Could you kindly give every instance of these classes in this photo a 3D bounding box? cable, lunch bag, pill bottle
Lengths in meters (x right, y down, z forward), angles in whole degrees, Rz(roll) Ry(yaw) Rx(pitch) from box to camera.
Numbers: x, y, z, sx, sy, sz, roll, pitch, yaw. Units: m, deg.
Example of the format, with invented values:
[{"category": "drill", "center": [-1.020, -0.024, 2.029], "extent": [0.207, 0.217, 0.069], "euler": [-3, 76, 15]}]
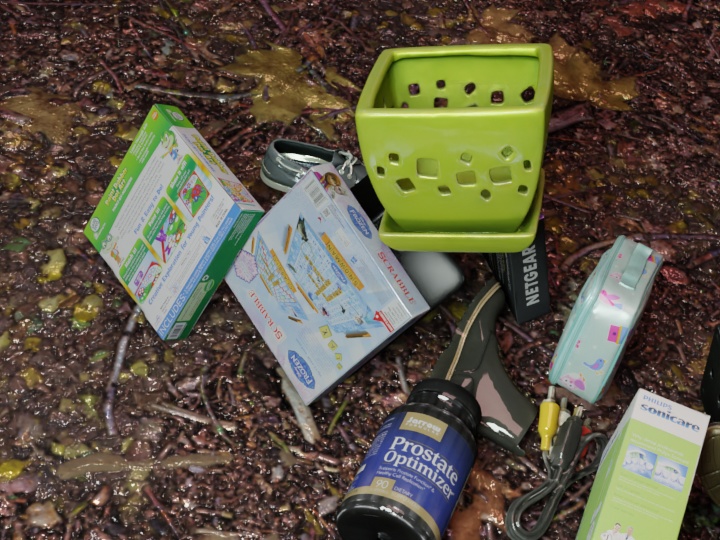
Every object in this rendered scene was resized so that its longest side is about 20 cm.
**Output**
[{"category": "cable", "center": [0.221, 0.233, 1.492], "extent": [0.097, 0.050, 0.200], "euler": [38, 60, -17]}, {"category": "lunch bag", "center": [0.293, 0.050, 1.562], "extent": [0.077, 0.161, 0.200], "euler": [23, 30, 11]}, {"category": "pill bottle", "center": [0.059, 0.215, 1.411], "extent": [0.112, 0.112, 0.200], "euler": [23, 48, 8]}]

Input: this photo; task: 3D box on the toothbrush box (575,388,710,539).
[{"category": "toothbrush box", "center": [0.289, 0.252, 1.392], "extent": [0.086, 0.146, 0.200], "euler": [20, 53, 7]}]

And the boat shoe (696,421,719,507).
[{"category": "boat shoe", "center": [0.439, 0.242, 1.468], "extent": [0.201, 0.072, 0.066], "euler": [48, 27, -12]}]

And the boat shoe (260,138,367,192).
[{"category": "boat shoe", "center": [-0.033, -0.128, 1.738], "extent": [0.199, 0.062, 0.073], "euler": [13, 46, 0]}]

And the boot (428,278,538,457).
[{"category": "boot", "center": [0.165, 0.118, 1.559], "extent": [0.138, 0.078, 0.200], "euler": [27, 61, 7]}]

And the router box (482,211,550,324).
[{"category": "router box", "center": [0.181, -0.049, 1.620], "extent": [0.051, 0.200, 0.149], "euler": [-20, 54, -4]}]

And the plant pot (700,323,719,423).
[{"category": "plant pot", "center": [0.504, 0.150, 1.528], "extent": [0.177, 0.200, 0.200], "euler": [-4, 48, -1]}]

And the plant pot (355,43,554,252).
[{"category": "plant pot", "center": [0.110, -0.128, 1.428], "extent": [0.199, 0.182, 0.199], "euler": [1, 30, 11]}]

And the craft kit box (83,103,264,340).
[{"category": "craft kit box", "center": [-0.224, -0.057, 1.542], "extent": [0.048, 0.200, 0.198], "euler": [-2, 43, -53]}]

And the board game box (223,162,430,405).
[{"category": "board game box", "center": [-0.047, 0.017, 1.473], "extent": [0.041, 0.199, 0.200], "euler": [-21, 74, -51]}]

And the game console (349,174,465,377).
[{"category": "game console", "center": [0.000, 0.000, 1.584], "extent": [0.200, 0.116, 0.176], "euler": [-39, 27, 6]}]
